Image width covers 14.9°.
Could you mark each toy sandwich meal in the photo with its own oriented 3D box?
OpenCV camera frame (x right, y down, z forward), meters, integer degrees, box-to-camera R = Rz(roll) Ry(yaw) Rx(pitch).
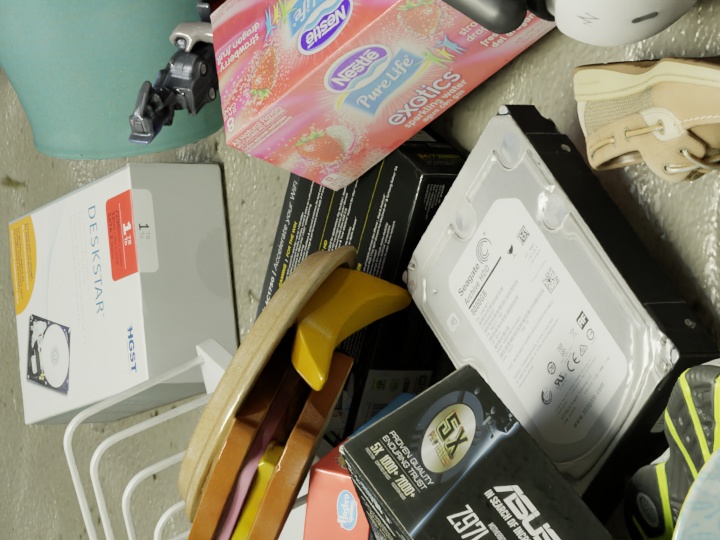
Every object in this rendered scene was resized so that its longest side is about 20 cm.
[{"bbox_3d":[-0.037,0.079,1.588,0.070,0.205,0.205,30,124,8],"label":"toy sandwich meal"}]

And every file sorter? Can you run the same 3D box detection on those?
[{"bbox_3d":[-0.088,0.162,1.741,0.200,0.124,0.139,39,147,52],"label":"file sorter"}]

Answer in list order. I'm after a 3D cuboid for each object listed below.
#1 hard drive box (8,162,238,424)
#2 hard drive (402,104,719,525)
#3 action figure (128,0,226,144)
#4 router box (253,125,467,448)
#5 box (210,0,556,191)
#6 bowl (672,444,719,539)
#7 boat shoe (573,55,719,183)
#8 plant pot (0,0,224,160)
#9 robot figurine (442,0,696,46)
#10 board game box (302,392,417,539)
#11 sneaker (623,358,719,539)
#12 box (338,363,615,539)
[{"bbox_3d":[-0.171,0.019,1.961,0.200,0.077,0.156,-21,73,56],"label":"hard drive box"},{"bbox_3d":[0.105,0.024,1.518,0.140,0.038,0.200,-59,46,35],"label":"hard drive"},{"bbox_3d":[-0.065,-0.156,1.726,0.104,0.200,0.194,17,143,22],"label":"action figure"},{"bbox_3d":[0.000,0.000,1.712,0.149,0.051,0.201,45,126,51],"label":"router box"},{"bbox_3d":[0.012,-0.147,1.602,0.200,0.095,0.103,-36,49,36],"label":"box"},{"bbox_3d":[0.243,0.163,1.272,0.200,0.107,0.201,0,90,58],"label":"bowl"},{"bbox_3d":[0.177,-0.079,1.424,0.200,0.071,0.065,-173,80,-68],"label":"boat shoe"},{"bbox_3d":[-0.167,-0.180,1.868,0.200,0.200,0.189,18,120,56],"label":"plant pot"},{"bbox_3d":[0.100,-0.205,1.449,0.200,0.125,0.150,38,110,19],"label":"robot figurine"},{"bbox_3d":[0.007,0.188,1.602,0.040,0.153,0.201,12,107,18],"label":"board game box"},{"bbox_3d":[0.191,0.105,1.399,0.075,0.076,0.200,56,155,22],"label":"sneaker"},{"bbox_3d":[0.088,0.176,1.445,0.200,0.086,0.164,51,168,35],"label":"box"}]
